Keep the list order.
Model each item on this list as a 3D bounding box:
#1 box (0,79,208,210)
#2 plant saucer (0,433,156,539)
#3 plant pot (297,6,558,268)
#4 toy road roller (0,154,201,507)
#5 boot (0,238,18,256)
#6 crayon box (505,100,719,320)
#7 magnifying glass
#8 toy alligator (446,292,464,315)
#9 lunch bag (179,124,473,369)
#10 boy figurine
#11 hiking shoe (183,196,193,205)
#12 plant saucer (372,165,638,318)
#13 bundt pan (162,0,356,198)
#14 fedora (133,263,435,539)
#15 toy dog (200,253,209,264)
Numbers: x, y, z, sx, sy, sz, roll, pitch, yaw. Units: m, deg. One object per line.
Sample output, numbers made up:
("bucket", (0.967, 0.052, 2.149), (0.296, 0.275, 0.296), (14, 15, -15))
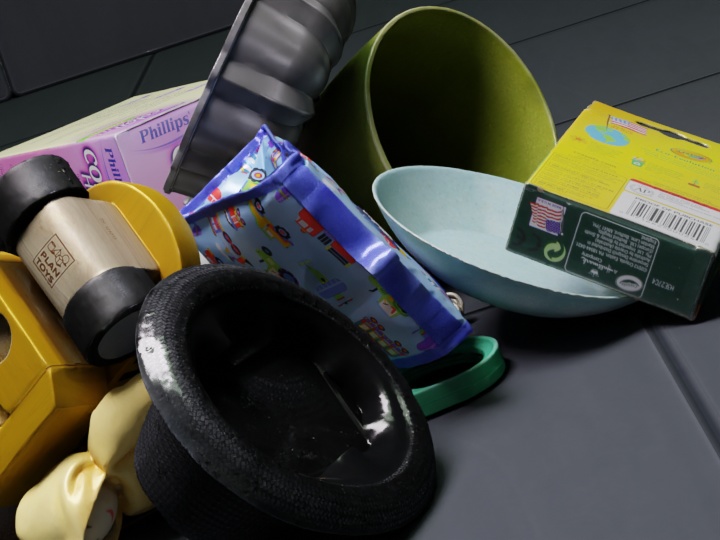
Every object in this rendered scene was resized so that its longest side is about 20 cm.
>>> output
("box", (-0.175, -0.082, 1.620), (0.175, 0.097, 0.199), (-28, 14, -40))
("plant saucer", (-0.191, 0.129, 1.260), (0.199, 0.037, 0.201), (-17, 14, 4))
("plant pot", (0.016, -0.072, 1.513), (0.199, 0.188, 0.187), (-28, 3, 46))
("toy road roller", (-0.172, 0.037, 1.192), (0.200, 0.123, 0.146), (-48, -25, 20))
("boot", (-0.219, 0.009, 1.467), (0.199, 0.170, 0.076), (-28, 17, -35))
("crayon box", (0.182, -0.044, 1.296), (0.126, 0.051, 0.200), (21, 26, 12))
("magnifying glass", (0.009, 0.086, 1.200), (0.199, 0.023, 0.079), (-31, 18, -37))
("toy alligator", (0.000, 0.000, 1.414), (0.199, 0.054, 0.060), (28, 84, 29))
("lunch bag", (-0.018, -0.007, 1.227), (0.094, 0.151, 0.200), (-46, 13, -9))
("boy figurine", (-0.111, 0.095, 1.148), (0.199, 0.125, 0.064), (-37, 59, -23))
("hiking shoe", (-0.097, 0.003, 1.465), (0.100, 0.076, 0.201), (23, 55, 10))
("plant saucer", (0.098, -0.011, 1.296), (0.199, 0.039, 0.201), (15, 19, -5))
("bundt pan", (-0.063, -0.131, 1.397), (0.075, 0.203, 0.202), (24, 16, -3))
("fedora", (-0.056, 0.088, 1.069), (0.092, 0.200, 0.201), (-47, 1, 27))
("toy dog", (-0.150, 0.004, 1.325), (0.199, 0.097, 0.132), (-19, 54, -40))
